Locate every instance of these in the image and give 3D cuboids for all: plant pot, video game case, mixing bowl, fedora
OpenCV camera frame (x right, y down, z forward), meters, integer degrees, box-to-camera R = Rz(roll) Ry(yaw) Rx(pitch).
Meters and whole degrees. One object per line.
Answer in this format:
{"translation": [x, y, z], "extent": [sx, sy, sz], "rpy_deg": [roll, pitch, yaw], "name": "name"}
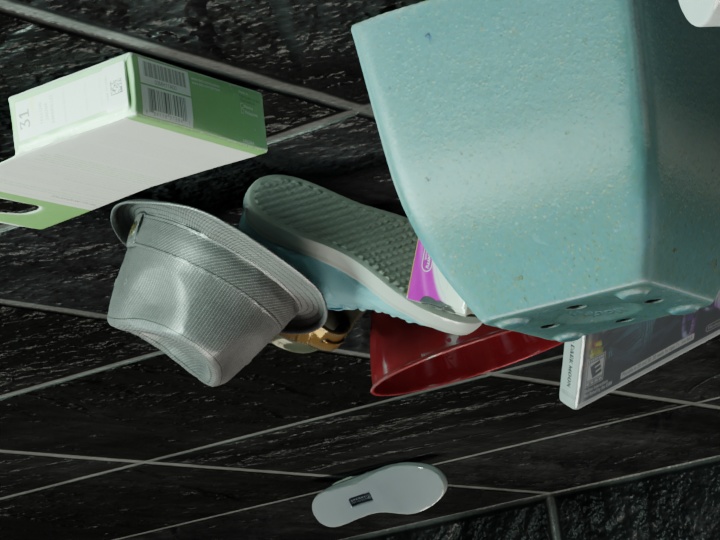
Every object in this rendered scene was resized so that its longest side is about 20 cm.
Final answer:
{"translation": [0.134, -0.066, 1.604], "extent": [0.196, 0.201, 0.196], "rpy_deg": [-14, 167, 28], "name": "plant pot"}
{"translation": [0.230, -0.008, 1.910], "extent": [0.200, 0.182, 0.023], "rpy_deg": [-24, -139, -34], "name": "video game case"}
{"translation": [0.087, 0.022, 2.133], "extent": [0.199, 0.109, 0.200], "rpy_deg": [-18, 169, -4], "name": "mixing bowl"}
{"translation": [-0.123, 0.026, 1.917], "extent": [0.177, 0.091, 0.200], "rpy_deg": [36, 166, -23], "name": "fedora"}

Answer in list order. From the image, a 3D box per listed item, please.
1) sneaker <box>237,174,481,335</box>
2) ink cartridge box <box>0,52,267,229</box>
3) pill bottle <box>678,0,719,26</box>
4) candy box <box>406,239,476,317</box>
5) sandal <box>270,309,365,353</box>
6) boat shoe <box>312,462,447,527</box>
{"translation": [0.000, 0.000, 1.923], "extent": [0.200, 0.074, 0.082], "rpy_deg": [29, 142, 4], "name": "sneaker"}
{"translation": [-0.181, -0.081, 1.683], "extent": [0.199, 0.048, 0.145], "rpy_deg": [-15, 165, 31], "name": "ink cartridge box"}
{"translation": [0.278, -0.177, 1.421], "extent": [0.199, 0.105, 0.104], "rpy_deg": [-5, 167, -13], "name": "pill bottle"}
{"translation": [0.129, -0.032, 1.876], "extent": [0.061, 0.137, 0.200], "rpy_deg": [15, -175, 40], "name": "candy box"}
{"translation": [-0.044, 0.038, 2.046], "extent": [0.081, 0.055, 0.200], "rpy_deg": [21, 158, -8], "name": "sandal"}
{"translation": [0.033, 0.292, 3.447], "extent": [0.199, 0.071, 0.070], "rpy_deg": [-19, -169, 28], "name": "boat shoe"}
